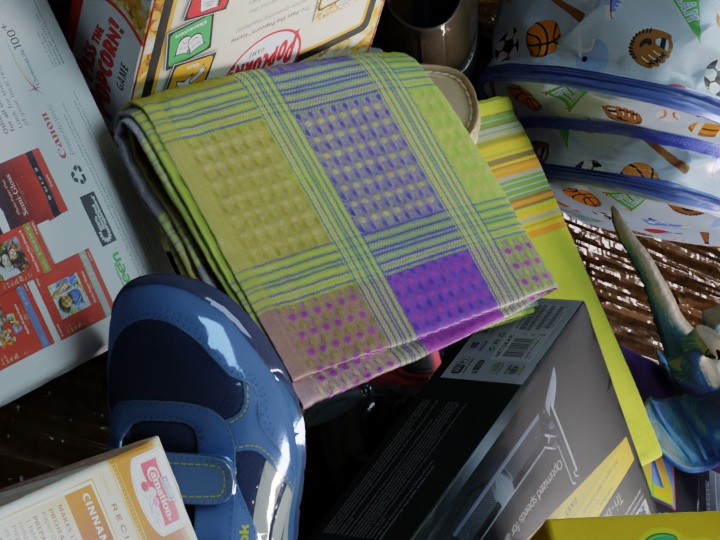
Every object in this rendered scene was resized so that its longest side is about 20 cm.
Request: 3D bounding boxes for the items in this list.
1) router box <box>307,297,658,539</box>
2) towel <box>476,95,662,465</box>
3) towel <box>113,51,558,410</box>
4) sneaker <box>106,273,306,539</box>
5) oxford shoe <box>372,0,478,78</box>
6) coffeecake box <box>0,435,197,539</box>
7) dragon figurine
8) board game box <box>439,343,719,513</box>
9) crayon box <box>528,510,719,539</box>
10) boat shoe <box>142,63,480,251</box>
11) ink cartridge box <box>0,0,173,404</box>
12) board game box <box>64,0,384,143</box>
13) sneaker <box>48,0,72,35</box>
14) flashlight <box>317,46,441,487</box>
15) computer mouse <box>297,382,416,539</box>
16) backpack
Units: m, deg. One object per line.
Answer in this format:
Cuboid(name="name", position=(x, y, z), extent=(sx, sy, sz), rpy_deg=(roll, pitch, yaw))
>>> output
Cuboid(name="router box", position=(0.057, 0.132, 1.176), extent=(0.200, 0.052, 0.157), rpy_deg=(-50, 130, -40))
Cuboid(name="towel", position=(0.085, 0.011, 1.317), extent=(0.086, 0.018, 0.200), rpy_deg=(-18, 83, -53))
Cuboid(name="towel", position=(-0.009, -0.023, 1.126), extent=(0.200, 0.023, 0.144), rpy_deg=(-20, 76, -50))
Cuboid(name="sneaker", position=(-0.066, 0.100, 1.023), extent=(0.082, 0.074, 0.200), rpy_deg=(-37, 124, -57))
Cuboid(name="oxford shoe", position=(0.032, -0.195, 1.371), extent=(0.084, 0.072, 0.200), rpy_deg=(89, -8, -69))
Cuboid(name="coffeecake box", position=(-0.171, 0.135, 0.931), extent=(0.200, 0.153, 0.073), rpy_deg=(-22, 91, -52))
Cuboid(name="dragon figurine", position=(0.177, 0.064, 1.365), extent=(0.200, 0.099, 0.059), rpy_deg=(39, 44, -5))
Cuboid(name="board game box", position=(0.111, 0.116, 1.354), extent=(0.200, 0.057, 0.166), rpy_deg=(26, 56, -41))
Cuboid(name="crayon box", position=(0.174, 0.188, 1.113), extent=(0.200, 0.058, 0.173), rpy_deg=(0, 61, -23))
Cuboid(name="boat shoe", position=(-0.025, -0.057, 1.207), extent=(0.200, 0.066, 0.074), rpy_deg=(-18, 75, -27))
Cuboid(name="ink cartridge box", position=(-0.185, -0.039, 1.040), extent=(0.175, 0.084, 0.200), rpy_deg=(-29, 95, -53))
Cuboid(name="board game box", position=(-0.042, -0.146, 1.094), extent=(0.151, 0.200, 0.046), rpy_deg=(-27, 62, -35))
Cuboid(name="sneaker", position=(-0.113, -0.171, 1.200), extent=(0.082, 0.078, 0.200), rpy_deg=(-14, 92, -32))
Cuboid(name="flashlight", position=(0.000, 0.000, 1.275), extent=(0.068, 0.068, 0.200), rpy_deg=(69, 9, -69))
Cuboid(name="computer mouse", position=(-0.024, 0.127, 1.145), extent=(0.200, 0.046, 0.141), rpy_deg=(-19, 103, -39))
Cuboid(name="backpack", position=(0.154, -0.096, 1.401), extent=(0.190, 0.200, 0.154), rpy_deg=(32, 67, -49))
